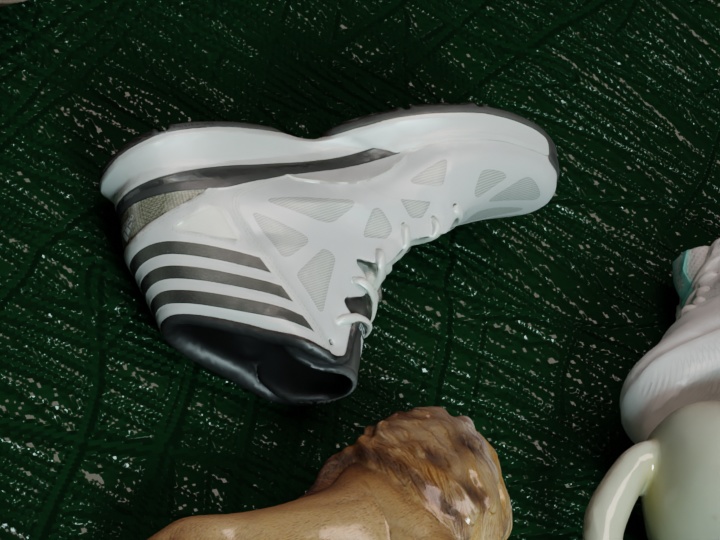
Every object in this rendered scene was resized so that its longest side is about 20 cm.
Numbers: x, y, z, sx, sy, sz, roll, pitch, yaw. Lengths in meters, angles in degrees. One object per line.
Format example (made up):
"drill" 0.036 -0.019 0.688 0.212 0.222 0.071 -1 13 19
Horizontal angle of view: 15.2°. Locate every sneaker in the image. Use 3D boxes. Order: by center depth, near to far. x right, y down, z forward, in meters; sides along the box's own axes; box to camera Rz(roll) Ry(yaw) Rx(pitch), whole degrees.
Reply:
"sneaker" 0.000 0.000 1.090 0.200 0.076 0.115 -5 65 -25
"sneaker" 0.160 0.024 1.169 0.088 0.075 0.200 42 36 25

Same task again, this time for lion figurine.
"lion figurine" -0.022 0.110 0.972 0.200 0.072 0.123 -6 50 -30

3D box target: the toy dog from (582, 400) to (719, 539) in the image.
"toy dog" 0.201 0.133 1.042 0.194 0.140 0.200 -5 58 -32

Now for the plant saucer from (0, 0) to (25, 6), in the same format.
"plant saucer" -0.208 -0.173 1.089 0.200 0.037 0.200 36 28 -22
